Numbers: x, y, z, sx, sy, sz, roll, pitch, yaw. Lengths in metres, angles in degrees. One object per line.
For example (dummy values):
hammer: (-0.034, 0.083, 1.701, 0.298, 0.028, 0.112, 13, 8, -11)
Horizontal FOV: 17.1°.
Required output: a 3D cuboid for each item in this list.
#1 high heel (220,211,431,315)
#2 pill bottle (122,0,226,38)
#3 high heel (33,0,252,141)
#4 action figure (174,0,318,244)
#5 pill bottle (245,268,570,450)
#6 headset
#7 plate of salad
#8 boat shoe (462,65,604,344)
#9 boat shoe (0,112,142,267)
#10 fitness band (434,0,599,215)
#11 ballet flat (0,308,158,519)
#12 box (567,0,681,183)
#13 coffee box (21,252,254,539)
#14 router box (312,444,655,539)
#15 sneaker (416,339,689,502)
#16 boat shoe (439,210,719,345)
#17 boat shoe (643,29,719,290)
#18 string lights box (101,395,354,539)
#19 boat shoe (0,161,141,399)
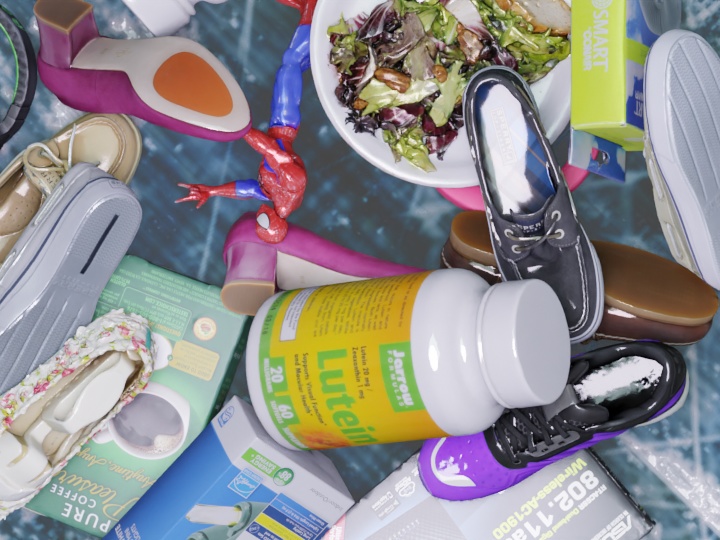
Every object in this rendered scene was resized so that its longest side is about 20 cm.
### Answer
high heel: (0.000, 0.000, 1.716, 0.199, 0.068, 0.096, 3, 40, 6)
pill bottle: (-0.101, -0.265, 1.722, 0.200, 0.113, 0.113, -43, 84, 0)
high heel: (-0.150, -0.123, 1.701, 0.200, 0.096, 0.067, 34, 61, 29)
action figure: (-0.079, -0.115, 1.711, 0.099, 0.065, 0.201, 3, 71, -5)
pill bottle: (0.033, 0.058, 1.598, 0.199, 0.111, 0.111, -8, 84, 30)
headset: (-0.318, -0.108, 1.733, 0.123, 0.094, 0.200, 29, 98, 6)
plate of salad: (0.064, -0.159, 1.692, 0.199, 0.048, 0.201, 0, 87, -3)
boat shoe: (0.116, -0.044, 1.636, 0.070, 0.066, 0.201, -14, 91, 8)
boat shoe: (-0.239, -0.041, 1.738, 0.073, 0.063, 0.200, 43, 89, 7)
fitness band: (0.096, -0.136, 1.740, 0.143, 0.037, 0.201, -20, 83, 5)
ballet flat: (-0.219, 0.107, 1.673, 0.076, 0.064, 0.200, 42, 91, -25)
box: (0.187, -0.168, 1.689, 0.048, 0.122, 0.201, -1, 84, 26)
coffee box: (-0.165, 0.095, 1.731, 0.123, 0.044, 0.201, 20, 86, 6)
router box: (0.086, 0.187, 1.697, 0.200, 0.062, 0.150, -41, 84, -1)
sneaker: (0.128, 0.094, 1.620, 0.200, 0.100, 0.070, -25, 81, 1)
boat shoe: (0.153, 0.016, 1.711, 0.199, 0.070, 0.070, 18, 126, 9)
boat shoe: (0.222, -0.073, 1.645, 0.072, 0.062, 0.201, -34, 122, -30)
string lights box: (-0.112, 0.195, 1.671, 0.103, 0.059, 0.200, 36, 101, -34)
boat shoe: (-0.225, 0.015, 1.701, 0.200, 0.073, 0.067, -53, 42, 6)
